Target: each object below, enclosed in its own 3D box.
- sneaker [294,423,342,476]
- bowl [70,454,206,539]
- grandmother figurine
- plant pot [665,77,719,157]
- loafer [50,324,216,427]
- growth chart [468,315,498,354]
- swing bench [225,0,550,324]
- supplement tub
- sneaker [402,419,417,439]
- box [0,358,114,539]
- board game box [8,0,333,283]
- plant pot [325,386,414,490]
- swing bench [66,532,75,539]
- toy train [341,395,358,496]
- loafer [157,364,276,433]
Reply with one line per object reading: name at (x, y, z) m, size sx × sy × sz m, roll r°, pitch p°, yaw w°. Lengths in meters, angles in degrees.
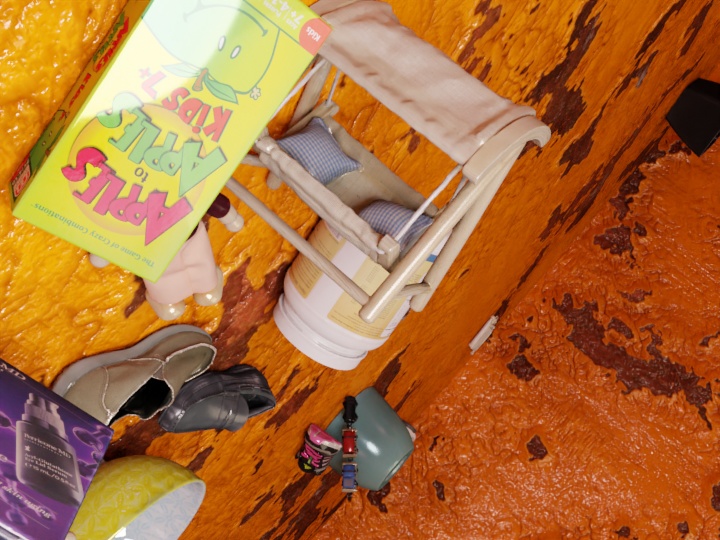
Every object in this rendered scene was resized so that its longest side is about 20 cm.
sneaker at (-0.088, 0.365, 1.613) m, size 0.088 × 0.074 × 0.200 m, roll -53°, pitch 169°, yaw -13°
bowl at (-0.272, 0.262, 0.856) m, size 0.200 × 0.108 × 0.200 m, roll -44°, pitch 163°, yaw -17°
grandmother figurine at (-0.152, -0.034, 0.628) m, size 0.121 × 0.061 × 0.201 m, roll -28°, pitch 154°, yaw -22°
plant pot at (1.162, -0.538, 2.744) m, size 0.199 × 0.177 × 0.201 m, roll -34°, pitch 158°, yaw -44°
loafer at (-0.203, 0.110, 0.776) m, size 0.200 × 0.070 × 0.075 m, roll -21°, pitch 147°, yaw -58°
growth chart at (0.406, 0.211, 2.666) m, size 0.145 × 0.018 × 0.200 m, roll -50°, pitch 163°, yaw -3°
swing bench at (0.013, -0.099, 0.666) m, size 0.201 × 0.199 × 0.130 m, roll -55°, pitch 162°, yaw 16°
supplement tub at (0.000, 0.000, 0.939) m, size 0.201 × 0.144 × 0.144 m, roll -55°, pitch 163°, yaw 18°
sneaker at (0.116, 0.548, 2.549) m, size 0.108 × 0.067 × 0.202 m, roll -45°, pitch 165°, yaw -24°
box at (-0.238, 0.120, 0.448) m, size 0.105 × 0.148 × 0.200 m, roll -54°, pitch -168°, yaw 0°
board game box at (-0.118, -0.101, 0.501) m, size 0.101 × 0.048 × 0.201 m, roll 30°, pitch 101°, yaw -37°
plant pot at (0.021, 0.386, 1.794) m, size 0.201 × 0.161 × 0.201 m, roll -45°, pitch 163°, yaw -18°
swing bench at (-0.347, 0.237, 0.562) m, size 0.200 × 0.130 × 0.200 m, roll -54°, pitch 158°, yaw 15°
toy train at (-0.021, 0.351, 1.631) m, size 0.046 × 0.034 × 0.202 m, roll 91°, pitch -1°, yaw -69°
loafer at (-0.166, 0.162, 0.982) m, size 0.068 × 0.070 × 0.200 m, roll -55°, pitch 163°, yaw 16°
